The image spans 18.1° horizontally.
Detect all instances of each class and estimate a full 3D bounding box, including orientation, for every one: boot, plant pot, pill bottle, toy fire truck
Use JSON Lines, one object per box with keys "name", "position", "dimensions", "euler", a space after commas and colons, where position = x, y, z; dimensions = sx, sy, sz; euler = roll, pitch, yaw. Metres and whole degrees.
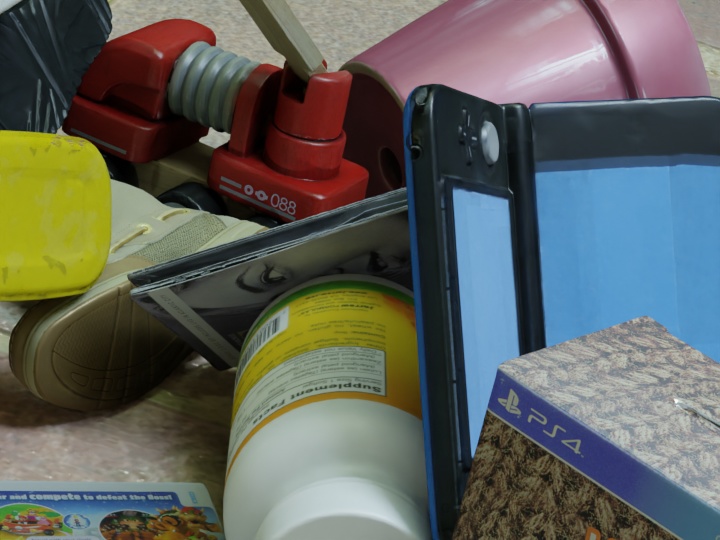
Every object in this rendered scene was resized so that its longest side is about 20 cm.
{"name": "boot", "position": [-0.156, -0.002, 1.193], "dimensions": [0.155, 0.073, 0.200], "euler": [23, 30, 24]}
{"name": "plant pot", "position": [0.088, -0.091, 1.373], "dimensions": [0.178, 0.201, 0.200], "euler": [-19, 38, -24]}
{"name": "pill bottle", "position": [-0.006, 0.092, 1.026], "dimensions": [0.110, 0.112, 0.200], "euler": [11, 25, -5]}
{"name": "boot", "position": [-0.235, -0.093, 1.256], "dimensions": [0.162, 0.074, 0.199], "euler": [-23, 21, 27]}
{"name": "toy fire truck", "position": [-0.082, -0.102, 1.280], "dimensions": [0.175, 0.201, 0.129], "euler": [24, 27, 21]}

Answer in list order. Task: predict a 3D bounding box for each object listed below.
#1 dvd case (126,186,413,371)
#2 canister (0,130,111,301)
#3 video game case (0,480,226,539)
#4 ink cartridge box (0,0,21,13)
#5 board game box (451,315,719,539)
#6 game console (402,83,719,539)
{"name": "dvd case", "position": [0.000, 0.000, 1.120], "dimensions": [0.199, 0.016, 0.149], "euler": [-16, -19, 8]}
{"name": "canister", "position": [-0.238, -0.028, 1.092], "dimensions": [0.199, 0.087, 0.148], "euler": [2, 2, 30]}
{"name": "video game case", "position": [-0.112, 0.152, 0.966], "dimensions": [0.142, 0.018, 0.200], "euler": [2, 28, -20]}
{"name": "ink cartridge box", "position": [-0.253, -0.146, 1.165], "dimensions": [0.145, 0.084, 0.200], "euler": [-37, 16, -24]}
{"name": "board game box", "position": [0.116, 0.148, 0.872], "dimensions": [0.159, 0.201, 0.097], "euler": [32, 31, 35]}
{"name": "game console", "position": [0.102, 0.020, 0.980], "dimensions": [0.117, 0.202, 0.171], "euler": [-6, -4, 19]}
